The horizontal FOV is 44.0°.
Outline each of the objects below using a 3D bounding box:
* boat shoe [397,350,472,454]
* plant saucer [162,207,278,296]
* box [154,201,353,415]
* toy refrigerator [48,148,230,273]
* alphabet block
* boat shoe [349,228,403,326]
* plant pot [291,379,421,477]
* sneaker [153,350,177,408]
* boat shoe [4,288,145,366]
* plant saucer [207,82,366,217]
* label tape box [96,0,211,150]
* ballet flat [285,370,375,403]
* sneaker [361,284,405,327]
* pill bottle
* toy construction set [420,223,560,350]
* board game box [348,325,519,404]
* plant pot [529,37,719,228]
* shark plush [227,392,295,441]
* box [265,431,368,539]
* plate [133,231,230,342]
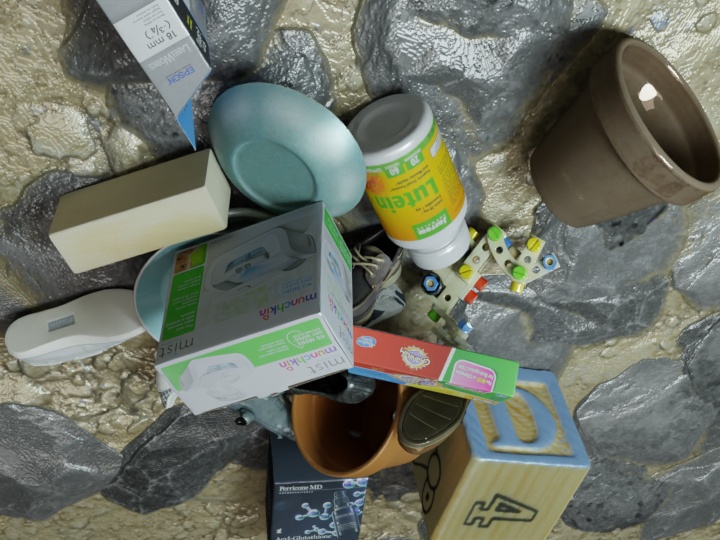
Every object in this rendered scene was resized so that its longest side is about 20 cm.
[{"bbox_3d":[0.107,0.185,1.166,0.071,0.200,0.069,25,128,21],"label":"boat shoe"},{"bbox_3d":[-0.156,-0.006,1.139,0.195,0.051,0.203,-6,130,-7],"label":"plant saucer"},{"bbox_3d":[-0.112,0.043,0.990,0.196,0.179,0.098,-17,131,15],"label":"box"},{"bbox_3d":[-0.254,-0.066,1.040,0.196,0.077,0.071,-16,131,9],"label":"toy refrigerator"},{"bbox_3d":[0.202,0.283,1.355,0.192,0.197,0.203,8,128,-15],"label":"alphabet block"},{"bbox_3d":[0.000,0.000,1.100,0.073,0.200,0.075,21,121,11],"label":"boat shoe"},{"bbox_3d":[0.018,0.196,1.258,0.199,0.202,0.139,-41,141,21],"label":"plant pot"},{"bbox_3d":[-0.182,0.134,1.212,0.195,0.082,0.076,-10,169,6],"label":"sneaker"},{"bbox_3d":[-0.358,0.083,1.163,0.196,0.073,0.069,-19,152,-4],"label":"boat shoe"},{"bbox_3d":[-0.090,-0.118,1.007,0.197,0.039,0.203,15,142,12],"label":"plant saucer"},{"bbox_3d":[-0.192,-0.244,0.877,0.062,0.146,0.201,-25,130,7],"label":"label tape box"},{"bbox_3d":[-0.065,0.138,1.216,0.197,0.068,0.056,3,166,40],"label":"ballet flat"},{"bbox_3d":[-0.035,0.072,1.180,0.197,0.080,0.130,-18,152,-51],"label":"sneaker"},{"bbox_3d":[0.064,-0.099,1.068,0.109,0.112,0.202,-23,130,8],"label":"pill bottle"},{"bbox_3d":[0.155,0.022,1.164,0.201,0.131,0.092,-49,168,-9],"label":"toy construction set"},{"bbox_3d":[0.082,0.117,1.076,0.195,0.041,0.153,12,168,4],"label":"board game box"},{"bbox_3d":[0.299,-0.138,1.051,0.198,0.204,0.174,26,137,-29],"label":"plant pot"},{"bbox_3d":[-0.162,0.186,1.270,0.198,0.084,0.091,29,122,-29],"label":"shark plush"},{"bbox_3d":[-0.074,0.354,1.411,0.145,0.108,0.203,-1,128,-10],"label":"box"},{"bbox_3d":[-0.183,0.028,1.112,0.195,0.026,0.203,-6,129,-7],"label":"plate"}]
